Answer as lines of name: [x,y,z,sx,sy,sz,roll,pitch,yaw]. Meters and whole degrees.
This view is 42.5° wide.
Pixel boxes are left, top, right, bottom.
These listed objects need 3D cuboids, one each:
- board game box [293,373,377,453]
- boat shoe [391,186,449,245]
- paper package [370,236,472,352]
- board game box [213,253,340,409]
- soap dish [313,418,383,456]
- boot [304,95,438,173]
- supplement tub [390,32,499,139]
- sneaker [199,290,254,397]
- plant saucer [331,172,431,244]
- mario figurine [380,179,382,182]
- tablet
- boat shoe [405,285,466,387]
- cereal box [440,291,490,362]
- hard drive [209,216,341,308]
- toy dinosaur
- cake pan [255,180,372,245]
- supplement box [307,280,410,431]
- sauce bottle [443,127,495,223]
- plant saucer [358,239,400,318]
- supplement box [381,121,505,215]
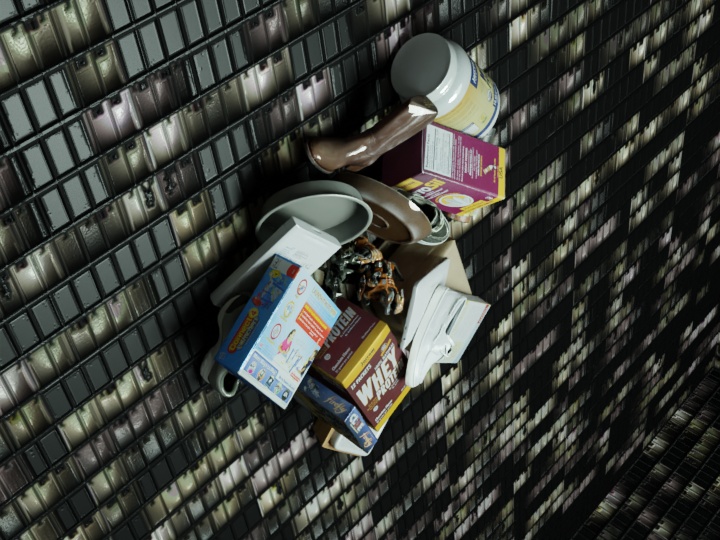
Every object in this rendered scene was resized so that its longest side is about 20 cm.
board game box: [-0.067,0.250,1.728,0.035,0.198,0.136,-48,143,-16]
boat shoe: [0.116,-0.091,1.686,0.199,0.063,0.072,25,83,-50]
paper package: [0.122,0.045,1.864,0.191,0.103,0.201,-47,142,-19]
board game box: [-0.132,0.105,1.534,0.198,0.055,0.200,-60,152,-13]
soap dish: [-0.003,0.281,1.930,0.157,0.081,0.203,28,91,-54]
boot: [0.025,-0.234,1.540,0.198,0.065,0.185,-27,172,30]
supplement tub: [0.153,-0.326,1.666,0.199,0.143,0.146,26,93,-55]
sneaker: [-0.204,0.122,1.546,0.073,0.079,0.203,-4,126,-42]
plant saucer: [0.030,-0.100,1.613,0.032,0.198,0.200,-61,145,-15]
mario figurine: [0.079,-0.140,1.780,0.124,0.105,0.200,51,55,-15]
tablet: [0.123,0.060,1.720,0.200,0.013,0.133,-32,137,-63]
boat shoe: [0.141,0.127,1.707,0.072,0.067,0.202,77,34,-58]
cereal box: [0.186,0.116,1.854,0.146,0.039,0.199,-60,157,7]
hard drive: [-0.141,0.000,1.546,0.200,0.027,0.131,-42,148,17]
toy dinosaur: [0.000,0.000,1.652,0.134,0.200,0.104,-17,130,-25]
cake pan: [-0.079,-0.089,1.532,0.196,0.037,0.201,-9,156,-4]
supplement box: [-0.027,0.159,1.719,0.133,0.196,0.201,-50,142,-15]
sauce bottle: [0.230,-0.202,1.914,0.065,0.065,0.204,1,112,-51]
plant saucer: [0.061,0.006,1.872,0.199,0.029,0.203,-31,134,-37]
supplement box: [0.154,-0.184,1.700,0.197,0.130,0.105,14,72,-31]
